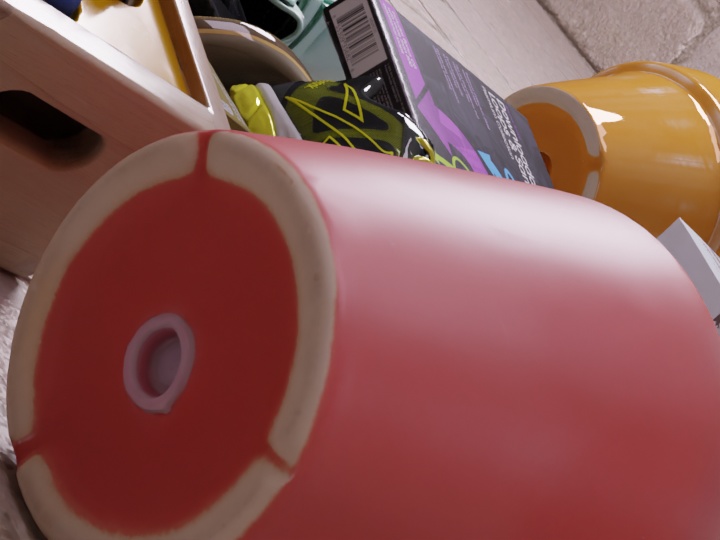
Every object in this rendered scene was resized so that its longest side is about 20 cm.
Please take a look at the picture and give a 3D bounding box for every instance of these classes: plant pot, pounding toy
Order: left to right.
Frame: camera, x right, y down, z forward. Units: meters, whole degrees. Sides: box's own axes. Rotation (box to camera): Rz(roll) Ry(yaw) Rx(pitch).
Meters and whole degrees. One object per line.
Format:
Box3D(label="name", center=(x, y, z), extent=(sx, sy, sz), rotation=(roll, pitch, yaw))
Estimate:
Box3D(label="pounding toy", center=(-0.120, -0.121, 0.910), extent=(0.200, 0.142, 0.185), rotation=(31, 35, -56))
Box3D(label="plant pot", center=(-0.006, 0.046, 0.820), extent=(0.177, 0.201, 0.201), rotation=(20, 28, -47))
Box3D(label="plant pot", center=(0.186, -0.069, 1.919), extent=(0.183, 0.200, 0.201), rotation=(8, 39, -50))

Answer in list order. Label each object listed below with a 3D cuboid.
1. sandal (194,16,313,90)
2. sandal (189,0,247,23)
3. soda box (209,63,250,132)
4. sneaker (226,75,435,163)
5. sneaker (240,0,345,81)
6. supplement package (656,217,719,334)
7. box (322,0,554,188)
Box3D(label="sandal", center=(-0.055, -0.071, 1.297), extent=(0.200, 0.080, 0.054), rotation=(38, 43, -44))
Box3D(label="sandal", center=(-0.087, -0.125, 1.311), extent=(0.201, 0.075, 0.048), rotation=(48, 37, -48))
Box3D(label="soda box", center=(-0.125, -0.114, 1.151), extent=(0.064, 0.068, 0.200), rotation=(35, 17, -46))
Box3D(label="sneaker", center=(0.002, -0.032, 1.101), extent=(0.200, 0.084, 0.075), rotation=(-120, -163, -47))
Box3D(label="sneaker", center=(-0.048, -0.145, 1.524), extent=(0.200, 0.074, 0.118), rotation=(27, 15, -37))
Box3D(label="supplement package", center=(0.212, 0.109, 1.472), extent=(0.200, 0.152, 0.151), rotation=(44, 12, -21))
Box3D(label="box", center=(0.059, -0.059, 1.403), extent=(0.200, 0.036, 0.144), rotation=(34, 32, -55))
